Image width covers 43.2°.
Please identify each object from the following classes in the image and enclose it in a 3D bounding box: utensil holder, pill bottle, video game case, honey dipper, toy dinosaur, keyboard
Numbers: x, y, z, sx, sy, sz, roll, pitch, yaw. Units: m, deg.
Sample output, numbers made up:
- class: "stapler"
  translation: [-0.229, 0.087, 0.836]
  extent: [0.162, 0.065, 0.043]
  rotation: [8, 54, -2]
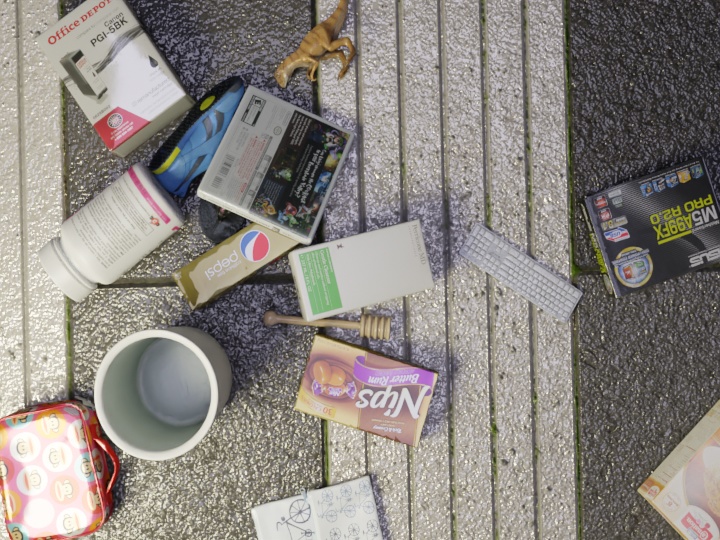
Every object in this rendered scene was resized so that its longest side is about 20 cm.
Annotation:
- class: "utensil holder"
  translation: [-0.272, 0.165, 1.298]
  extent: [0.166, 0.200, 0.174]
  rotation: [0, 89, -2]
- class: "pill bottle"
  translation: [-0.367, -0.054, 1.341]
  extent: [0.199, 0.113, 0.114]
  rotation: [-39, 90, -1]
- class: "video game case"
  translation: [-0.121, -0.158, 1.348]
  extent: [0.179, 0.023, 0.203]
  rotation: [23, 63, -3]
- class: "honey dipper"
  translation: [-0.051, 0.079, 1.384]
  extent: [0.195, 0.038, 0.039]
  rotation: [6, 89, 1]
- class: "toy dinosaur"
  translation: [-0.050, -0.353, 1.375]
  extent: [0.106, 0.060, 0.201]
  rotation: [40, 89, 1]
- class: "keyboard"
  translation: [0.247, 0.004, 1.402]
  extent: [0.198, 0.011, 0.057]
  rotation: [33, 89, -1]

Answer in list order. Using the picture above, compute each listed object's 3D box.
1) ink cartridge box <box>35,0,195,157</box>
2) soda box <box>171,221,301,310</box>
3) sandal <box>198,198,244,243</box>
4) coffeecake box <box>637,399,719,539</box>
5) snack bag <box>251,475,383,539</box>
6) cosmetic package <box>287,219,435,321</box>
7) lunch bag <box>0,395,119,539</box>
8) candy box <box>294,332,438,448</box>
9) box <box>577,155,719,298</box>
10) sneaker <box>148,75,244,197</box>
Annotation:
- class: "ink cartridge box"
  translation: [-0.364, -0.297, 1.357]
  extent: [0.146, 0.083, 0.202]
  rotation: [-36, 91, 0]
- class: "soda box"
  translation: [-0.181, -0.019, 1.366]
  extent: [0.198, 0.068, 0.065]
  rotation: [-33, 89, -1]
- class: "sandal"
  translation: [-0.187, -0.138, 1.376]
  extent: [0.074, 0.048, 0.203]
  rotation: [28, 88, -1]
- class: "coffeecake box"
  translation: [0.547, 0.321, 1.374]
  extent: [0.153, 0.073, 0.200]
  rotation: [44, 90, -1]
- class: "snack bag"
  translation: [-0.060, 0.426, 1.388]
  extent: [0.195, 0.021, 0.193]
  rotation: [-12, 90, -1]
- class: "cosmetic package"
  translation: [0.000, 0.000, 1.348]
  extent: [0.196, 0.085, 0.110]
  rotation: [-16, 90, -9]
- class: "lunch bag"
  translation: [-0.446, 0.296, 1.352]
  extent: [0.172, 0.082, 0.205]
  rotation: [-11, 89, -2]
- class: "candy box"
  translation: [0.009, 0.180, 1.375]
  extent: [0.196, 0.056, 0.119]
  rotation: [18, 89, 0]
- class: "box"
  translation: [0.451, -0.066, 1.390]
  extent: [0.196, 0.044, 0.164]
  rotation: [-18, 89, -1]
- class: "sneaker"
  translation: [-0.233, -0.202, 1.378]
  extent: [0.078, 0.066, 0.201]
  rotation: [43, 79, -32]
